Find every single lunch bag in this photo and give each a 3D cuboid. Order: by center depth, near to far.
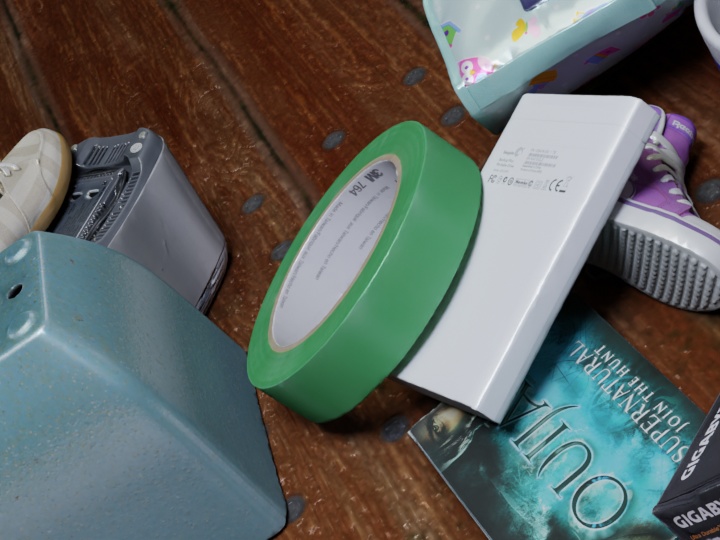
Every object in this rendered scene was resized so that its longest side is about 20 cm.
[{"bbox_3d":[0.136,-0.184,1.083,0.169,0.123,0.200,-29,15,16],"label":"lunch bag"}]

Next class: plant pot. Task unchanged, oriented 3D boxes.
[{"bbox_3d":[-0.194,0.096,1.032,0.195,0.200,0.196,-33,35,8],"label":"plant pot"}]

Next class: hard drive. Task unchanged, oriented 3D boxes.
[{"bbox_3d":[0.091,-0.013,0.954,0.201,0.027,0.132,-61,25,-7],"label":"hard drive"}]

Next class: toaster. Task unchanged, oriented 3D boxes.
[{"bbox_3d":[-0.186,0.001,1.195,0.113,0.129,0.201,-7,45,38],"label":"toaster"}]

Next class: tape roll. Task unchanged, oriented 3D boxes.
[{"bbox_3d":[0.000,0.000,1.032,0.201,0.048,0.201,-49,20,25],"label":"tape roll"}]

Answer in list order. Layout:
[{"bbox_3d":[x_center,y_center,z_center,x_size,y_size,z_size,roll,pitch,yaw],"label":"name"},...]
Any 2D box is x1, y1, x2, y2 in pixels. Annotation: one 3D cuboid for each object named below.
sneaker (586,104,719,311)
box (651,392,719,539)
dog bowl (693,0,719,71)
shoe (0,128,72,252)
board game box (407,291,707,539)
[{"bbox_3d":[0.182,-0.052,0.971,0.114,0.073,0.200,-43,34,-12],"label":"sneaker"},{"bbox_3d":[0.247,0.031,0.733,0.200,0.050,0.198,-49,7,-36],"label":"box"},{"bbox_3d":[0.312,-0.171,0.979,0.199,0.079,0.201,-24,37,19],"label":"dog bowl"},{"bbox_3d":[-0.265,-0.038,1.150,0.069,0.053,0.201,-13,42,32],"label":"shoe"},{"bbox_3d":[0.120,0.105,0.884,0.135,0.028,0.200,-39,34,-1],"label":"board game box"}]
